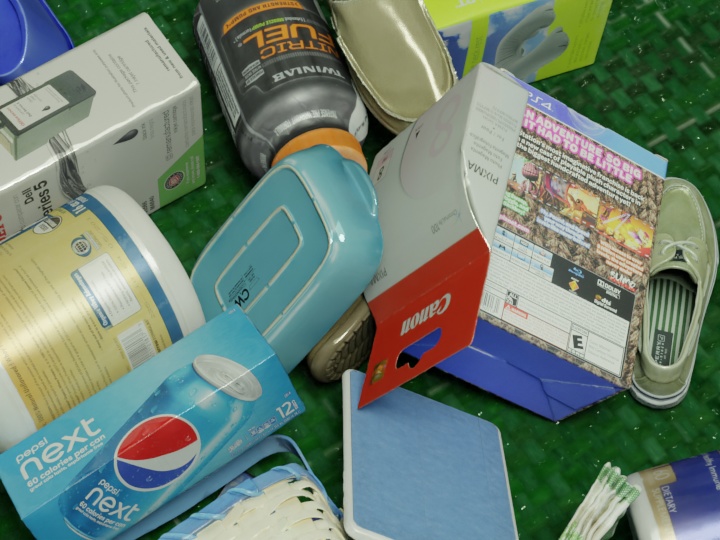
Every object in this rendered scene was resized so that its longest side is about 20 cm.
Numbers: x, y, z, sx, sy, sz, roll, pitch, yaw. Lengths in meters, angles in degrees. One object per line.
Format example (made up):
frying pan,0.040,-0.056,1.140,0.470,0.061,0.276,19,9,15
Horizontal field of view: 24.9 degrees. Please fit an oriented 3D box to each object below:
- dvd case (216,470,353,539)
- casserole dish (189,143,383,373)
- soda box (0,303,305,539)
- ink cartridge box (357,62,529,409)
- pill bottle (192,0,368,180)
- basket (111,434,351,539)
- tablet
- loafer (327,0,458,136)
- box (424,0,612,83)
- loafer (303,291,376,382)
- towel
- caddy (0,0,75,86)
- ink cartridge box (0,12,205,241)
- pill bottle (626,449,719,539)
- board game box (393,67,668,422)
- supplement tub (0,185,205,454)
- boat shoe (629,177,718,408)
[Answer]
dvd case,-0.079,0.252,1.130,0.142,0.018,0.200,29,63,12
casserole dish,-0.062,-0.003,1.178,0.039,0.200,0.121,1,51,-45
soda box,-0.143,0.112,1.111,0.200,0.064,0.068,-33,42,-9
ink cartridge box,0.040,-0.023,1.122,0.057,0.162,0.201,29,59,-16
pill bottle,-0.057,-0.138,1.277,0.106,0.106,0.201,-15,53,-11
basket,-0.084,0.204,1.076,0.176,0.139,0.200,-31,41,-11
tablet,0.046,0.142,1.121,0.130,0.014,0.200,22,24,-12
loafer,0.012,-0.186,1.217,0.075,0.068,0.201,-29,74,3
box,0.103,-0.192,1.322,0.199,0.122,0.048,-18,64,-12
loafer,0.000,0.000,1.244,0.067,0.076,0.200,24,55,13
towel,0.116,0.234,1.075,0.031,0.149,0.200,30,65,14
caddy,-0.313,-0.177,1.306,0.141,0.105,0.200,-38,67,5
ink cartridge box,-0.223,-0.084,1.233,0.199,0.146,0.084,-31,68,-18
pill bottle,0.288,0.171,1.115,0.199,0.116,0.116,-16,62,4
board game box,0.125,-0.017,1.209,0.159,0.097,0.201,26,60,-19
supplement tub,-0.227,0.045,1.163,0.200,0.145,0.145,-32,68,-19
boat shoe,0.243,0.008,1.254,0.072,0.062,0.201,8,60,1
